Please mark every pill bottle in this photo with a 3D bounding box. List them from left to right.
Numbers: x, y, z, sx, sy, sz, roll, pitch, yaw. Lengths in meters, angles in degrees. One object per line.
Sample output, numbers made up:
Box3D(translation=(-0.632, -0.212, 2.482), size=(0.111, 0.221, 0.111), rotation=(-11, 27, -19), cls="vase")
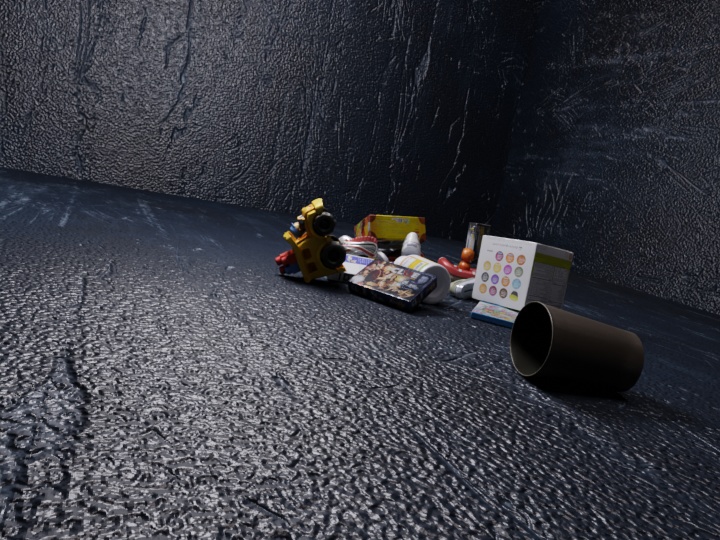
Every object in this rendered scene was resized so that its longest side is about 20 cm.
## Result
Box3D(translation=(0.166, 0.017, 1.589), size=(0.109, 0.113, 0.200), rotation=(7, 10, -23), cls="pill bottle")

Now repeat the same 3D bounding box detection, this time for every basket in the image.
Box3D(translation=(0.405, 0.148, 1.027), size=(0.196, 0.139, 0.180), rotation=(14, 3, -5), cls="basket")

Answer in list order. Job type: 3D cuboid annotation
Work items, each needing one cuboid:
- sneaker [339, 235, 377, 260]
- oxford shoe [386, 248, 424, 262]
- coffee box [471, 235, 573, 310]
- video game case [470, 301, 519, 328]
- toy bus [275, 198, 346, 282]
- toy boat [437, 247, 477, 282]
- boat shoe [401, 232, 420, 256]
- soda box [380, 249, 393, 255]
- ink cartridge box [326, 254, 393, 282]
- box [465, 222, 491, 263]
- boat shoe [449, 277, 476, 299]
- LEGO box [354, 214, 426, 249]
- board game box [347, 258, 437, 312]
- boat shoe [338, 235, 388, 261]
Box3D(translation=(-0.044, -0.052, 1.689), size=(0.196, 0.084, 0.078), rotation=(-7, -12, 10), cls="sneaker")
Box3D(translation=(0.111, -0.029, 1.842), size=(0.196, 0.072, 0.073), rotation=(-10, 31, -21), cls="oxford shoe")
Box3D(translation=(0.489, 0.016, 1.675), size=(0.197, 0.202, 0.198), rotation=(8, 4, -39), cls="coffee box")
Box3D(translation=(0.385, 0.122, 1.517), size=(0.141, 0.018, 0.200), rotation=(13, 9, 17), cls="video game case")
Box3D(translation=(-0.147, -0.070, 1.494), size=(0.189, 0.203, 0.136), rotation=(-19, 16, -3), cls="toy bus")
Box3D(translation=(0.379, -0.018, 2.017), size=(0.196, 0.133, 0.131), rotation=(11, 8, -4), cls="toy boat")
Box3D(translation=(0.159, -0.044, 1.750), size=(0.070, 0.067, 0.201), rotation=(4, -32, 10), cls="boat shoe")
Box3D(translation=(0.036, -0.051, 1.943), size=(0.063, 0.069, 0.199), rotation=(-24, 27, -28), cls="soda box")
Box3D(translation=(0.000, 0.000, 1.622), size=(0.196, 0.040, 0.100), rotation=(10, 34, -5), cls="ink cartridge box")
Box3D(translation=(0.601, -0.139, 2.837), size=(0.048, 0.204, 0.157), rotation=(13, 7, 40), cls="box")
Box3D(translation=(0.353, 0.049, 1.765), size=(0.061, 0.073, 0.198), rotation=(22, 16, 41), cls="boat shoe")
Box3D(translation=(0.095, -0.122, 1.807), size=(0.196, 0.079, 0.149), rotation=(1, -10, -19), cls="LEGO box")
Box3D(translation=(0.083, 0.035, 1.448), size=(0.197, 0.035, 0.135), rotation=(17, 38, 33), cls="board game box")
Box3D(translation=(-0.003, -0.048, 1.752), size=(0.198, 0.073, 0.066), rotation=(30, 46, 22), cls="boat shoe")
